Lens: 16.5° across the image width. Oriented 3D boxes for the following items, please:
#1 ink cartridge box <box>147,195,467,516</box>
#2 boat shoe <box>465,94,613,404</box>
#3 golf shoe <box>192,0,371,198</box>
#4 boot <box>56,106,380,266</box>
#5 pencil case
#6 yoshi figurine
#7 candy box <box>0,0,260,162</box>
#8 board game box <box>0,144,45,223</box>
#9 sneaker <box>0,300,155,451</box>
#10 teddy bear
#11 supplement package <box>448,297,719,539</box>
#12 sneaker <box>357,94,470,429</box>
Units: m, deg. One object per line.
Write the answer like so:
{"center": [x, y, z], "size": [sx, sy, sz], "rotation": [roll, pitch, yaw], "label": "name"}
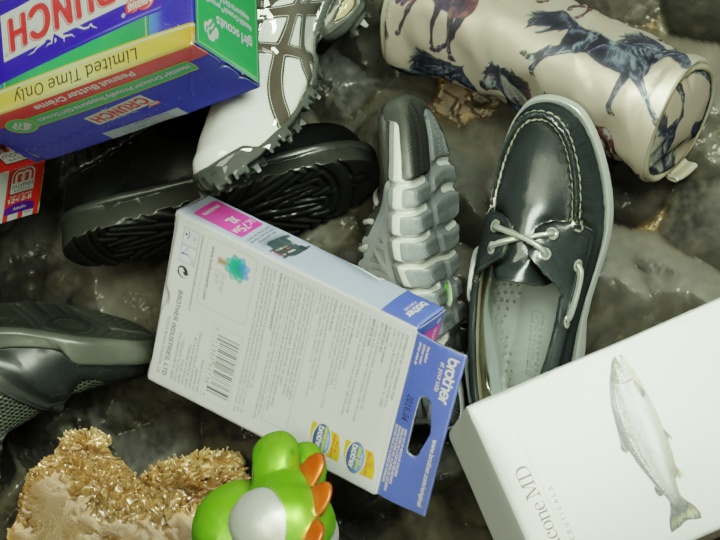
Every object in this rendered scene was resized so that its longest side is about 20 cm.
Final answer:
{"center": [-0.027, 0.049, 1.452], "size": [0.200, 0.042, 0.120], "rotation": [27, 122, 23], "label": "ink cartridge box"}
{"center": [0.100, 0.001, 1.428], "size": [0.075, 0.060, 0.201], "rotation": [7, 107, 27], "label": "boat shoe"}
{"center": [-0.062, -0.133, 1.446], "size": [0.078, 0.094, 0.200], "rotation": [-23, 32, 53], "label": "golf shoe"}
{"center": [-0.101, -0.100, 1.535], "size": [0.211, 0.079, 0.158], "rotation": [-11, 67, 4], "label": "boot"}
{"center": [0.111, -0.120, 1.464], "size": [0.200, 0.090, 0.078], "rotation": [26, 60, 19], "label": "pencil case"}
{"center": [-0.061, 0.192, 1.411], "size": [0.112, 0.112, 0.200], "rotation": [-4, 55, 16], "label": "yoshi figurine"}
{"center": [-0.146, -0.183, 1.429], "size": [0.169, 0.077, 0.200], "rotation": [-16, 67, 29], "label": "candy box"}
{"center": [-0.316, -0.088, 1.551], "size": [0.200, 0.151, 0.046], "rotation": [42, 135, 31], "label": "board game box"}
{"center": [-0.224, 0.082, 1.534], "size": [0.076, 0.199, 0.115], "rotation": [34, 126, 58], "label": "sneaker"}
{"center": [-0.114, 0.173, 1.523], "size": [0.199, 0.067, 0.145], "rotation": [4, 90, 12], "label": "teddy bear"}
{"center": [0.164, 0.096, 1.362], "size": [0.200, 0.117, 0.117], "rotation": [-23, 81, -8], "label": "supplement package"}
{"center": [0.000, 0.000, 1.481], "size": [0.115, 0.075, 0.201], "rotation": [-6, 94, 24], "label": "sneaker"}
